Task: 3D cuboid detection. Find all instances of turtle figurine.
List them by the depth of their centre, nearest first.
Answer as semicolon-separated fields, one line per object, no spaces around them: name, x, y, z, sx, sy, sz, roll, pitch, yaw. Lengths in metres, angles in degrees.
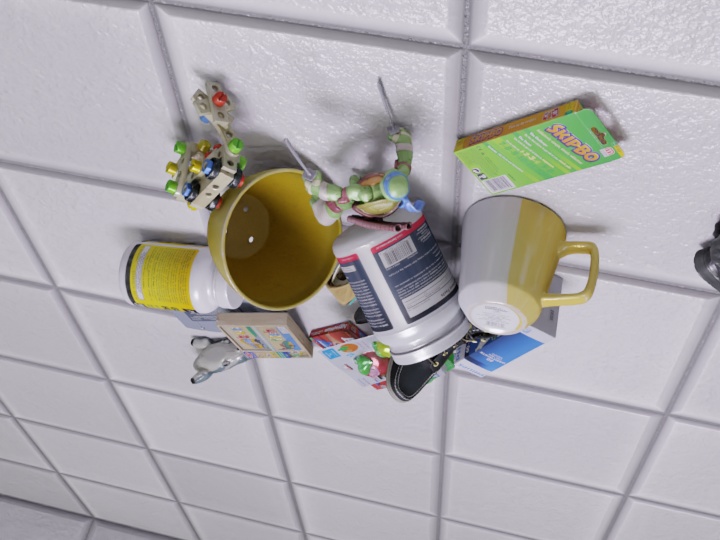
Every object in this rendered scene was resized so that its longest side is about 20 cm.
turtle figurine;-0.007;-0.139;1.289;0.199;0.145;0.194;35;161;-10

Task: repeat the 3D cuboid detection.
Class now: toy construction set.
toy construction set;-0.208;-0.159;1.352;0.091;0.132;0.200;11;146;-18

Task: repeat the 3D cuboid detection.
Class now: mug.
mug;0.213;-0.002;1.355;0.149;0.154;0.186;36;144;-27

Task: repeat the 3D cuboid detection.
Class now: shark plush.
shark plush;-0.257;0.164;1.962;0.199;0.092;0.083;-25;153;21

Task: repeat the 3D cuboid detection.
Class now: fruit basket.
fruit basket;0.055;0.151;1.684;0.198;0.095;0.185;-22;147;16

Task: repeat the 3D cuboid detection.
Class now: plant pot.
plant pot;-0.147;-0.055;1.439;0.200;0.201;0.141;42;165;-35

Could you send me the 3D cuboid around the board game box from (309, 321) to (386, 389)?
board game box;0.006;0.162;1.839;0.102;0.020;0.200;-17;135;41

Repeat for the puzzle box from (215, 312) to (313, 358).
puzzle box;-0.172;0.120;1.794;0.131;0.026;0.200;-1;158;12

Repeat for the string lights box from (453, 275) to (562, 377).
string lights box;0.227;0.083;1.528;0.059;0.104;0.200;24;148;-17

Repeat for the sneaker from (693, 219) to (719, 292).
sneaker;0.523;0.002;1.300;0.199;0.060;0.104;31;151;-16

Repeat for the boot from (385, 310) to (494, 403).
boot;0.130;0.108;1.500;0.073;0.204;0.153;43;153;-15

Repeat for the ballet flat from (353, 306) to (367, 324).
ballet flat;0.041;0.042;1.621;0.066;0.057;0.200;-17;167;-32

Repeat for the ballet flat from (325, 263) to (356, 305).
ballet flat;0.000;0.000;1.549;0.063;0.069;0.200;38;144;-8

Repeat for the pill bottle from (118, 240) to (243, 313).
pill bottle;-0.297;0.013;1.662;0.198;0.113;0.113;6;147;18

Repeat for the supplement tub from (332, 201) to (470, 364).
supplement tub;0.060;0.017;1.403;0.140;0.140;0.201;-17;104;43

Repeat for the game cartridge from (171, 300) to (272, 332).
game cartridge;-0.262;0.066;1.804;0.198;0.042;0.133;-2;148;28

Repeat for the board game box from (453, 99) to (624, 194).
board game box;0.223;-0.153;1.236;0.199;0.030;0.095;-11;139;42
